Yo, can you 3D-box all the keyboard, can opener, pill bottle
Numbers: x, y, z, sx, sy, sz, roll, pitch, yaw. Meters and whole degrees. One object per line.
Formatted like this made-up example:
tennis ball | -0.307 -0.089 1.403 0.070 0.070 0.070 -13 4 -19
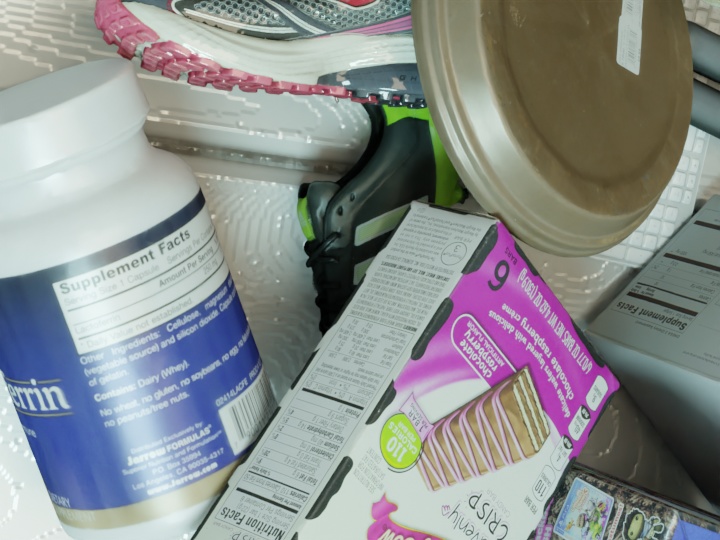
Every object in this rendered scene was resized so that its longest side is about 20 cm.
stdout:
keyboard | 0.168 -0.100 1.064 0.056 0.011 0.202 11 93 -25
can opener | 0.237 -0.081 1.064 0.199 0.066 0.053 21 89 -26
pill bottle | -0.114 0.014 0.902 0.115 0.116 0.201 -24 106 -18

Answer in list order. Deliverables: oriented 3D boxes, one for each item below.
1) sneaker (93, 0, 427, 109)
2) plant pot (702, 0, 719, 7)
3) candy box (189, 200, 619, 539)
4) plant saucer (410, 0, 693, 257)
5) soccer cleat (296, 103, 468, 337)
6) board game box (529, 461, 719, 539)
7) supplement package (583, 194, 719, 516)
sneaker | -0.026 -0.117 0.911 0.198 0.080 0.075 2 92 -26
plant pot | 0.235 -0.205 0.952 0.182 0.200 0.202 -17 105 -34
candy box | 0.025 0.089 0.913 0.201 0.061 0.137 -56 132 -18
plant saucer | 0.099 -0.108 0.934 0.199 0.029 0.202 11 74 -46
soccer cleat | 0.000 0.000 0.983 0.080 0.067 0.202 17 85 -15
board game box | 0.149 0.164 0.992 0.159 0.200 0.098 21 88 -24
supplement package | 0.242 0.079 1.039 0.111 0.156 0.200 -44 115 -13
